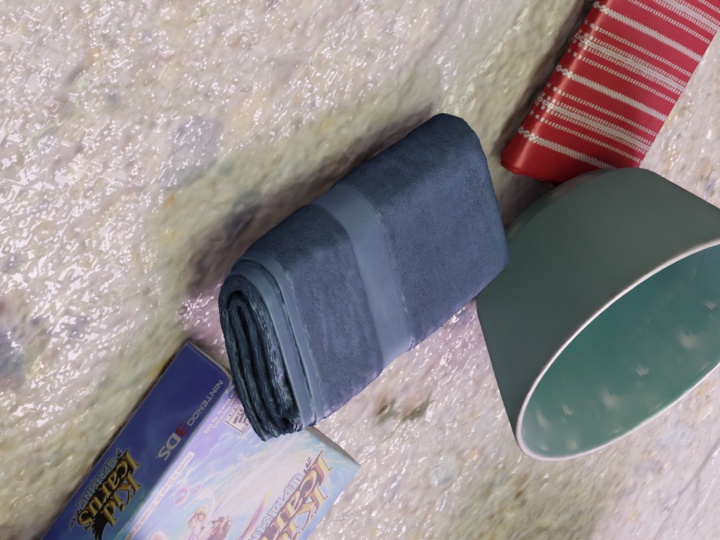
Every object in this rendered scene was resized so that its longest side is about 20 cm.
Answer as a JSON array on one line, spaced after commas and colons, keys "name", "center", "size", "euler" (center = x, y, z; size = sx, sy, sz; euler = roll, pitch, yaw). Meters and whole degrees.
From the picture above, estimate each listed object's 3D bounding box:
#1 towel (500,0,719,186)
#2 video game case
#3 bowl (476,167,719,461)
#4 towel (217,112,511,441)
[{"name": "towel", "center": [0.167, -0.135, 1.700], "size": [0.144, 0.022, 0.201], "euler": [14, 109, -58]}, {"name": "video game case", "center": [-0.105, 0.157, 1.593], "size": [0.200, 0.045, 0.181], "euler": [-53, 151, -1]}, {"name": "bowl", "center": [0.150, 0.013, 1.721], "size": [0.200, 0.105, 0.201], "euler": [-29, 153, -16]}, {"name": "towel", "center": [0.000, 0.000, 1.551], "size": [0.200, 0.048, 0.112], "euler": [-37, 125, -37]}]
